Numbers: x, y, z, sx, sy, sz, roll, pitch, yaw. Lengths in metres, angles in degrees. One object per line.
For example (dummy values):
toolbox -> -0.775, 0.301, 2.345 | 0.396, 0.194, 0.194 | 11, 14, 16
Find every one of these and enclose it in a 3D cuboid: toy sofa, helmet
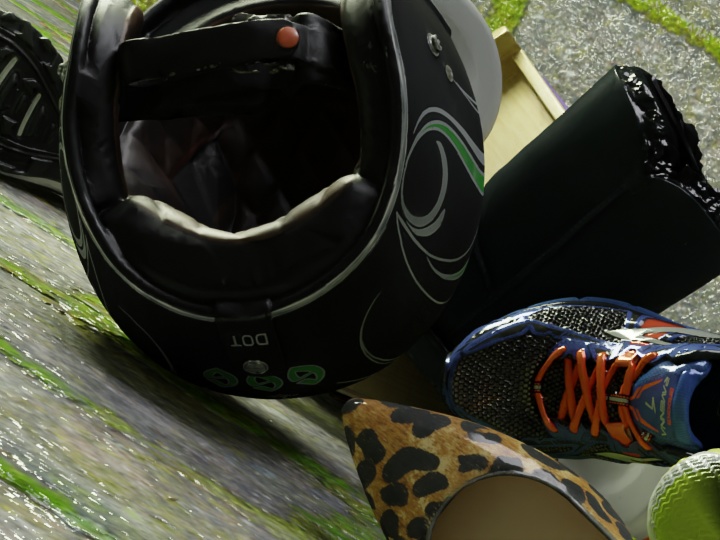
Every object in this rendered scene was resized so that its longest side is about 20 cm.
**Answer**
toy sofa -> 0.097, -0.042, 1.523 | 0.098, 0.083, 0.200 | 51, 6, -29
helmet -> -0.036, -0.046, 1.189 | 0.199, 0.201, 0.191 | 32, -1, 11

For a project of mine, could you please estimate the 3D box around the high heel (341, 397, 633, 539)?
high heel -> 0.065, 0.109, 0.989 | 0.200, 0.071, 0.143 | 42, 0, 7

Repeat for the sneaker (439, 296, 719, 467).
sneaker -> 0.130, 0.051, 1.204 | 0.198, 0.076, 0.078 | 3, 1, 15

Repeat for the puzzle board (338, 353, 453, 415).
puzzle board -> 0.000, 0.000, 1.356 | 0.199, 0.017, 0.151 | 22, 50, -7

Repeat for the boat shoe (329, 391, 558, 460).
boat shoe -> 0.011, 0.048, 1.387 | 0.200, 0.072, 0.067 | 42, 41, 18

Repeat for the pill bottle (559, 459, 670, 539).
pill bottle -> 0.169, 0.105, 1.453 | 0.114, 0.115, 0.200 | 35, 6, 36

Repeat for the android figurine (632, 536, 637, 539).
android figurine -> 0.090, 0.125, 1.210 | 0.182, 0.041, 0.200 | 36, 5, 37

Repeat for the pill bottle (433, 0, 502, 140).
pill bottle -> -0.021, -0.084, 1.508 | 0.112, 0.113, 0.200 | 29, -28, -23

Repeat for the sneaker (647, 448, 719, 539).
sneaker -> 0.201, 0.157, 1.139 | 0.201, 0.076, 0.105 | 57, 18, 19

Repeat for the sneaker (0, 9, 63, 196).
sneaker -> -0.170, -0.078, 1.480 | 0.200, 0.074, 0.079 | 36, -8, -32

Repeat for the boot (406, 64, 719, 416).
boot -> 0.068, -0.041, 1.292 | 0.201, 0.168, 0.076 | 52, 18, 12
